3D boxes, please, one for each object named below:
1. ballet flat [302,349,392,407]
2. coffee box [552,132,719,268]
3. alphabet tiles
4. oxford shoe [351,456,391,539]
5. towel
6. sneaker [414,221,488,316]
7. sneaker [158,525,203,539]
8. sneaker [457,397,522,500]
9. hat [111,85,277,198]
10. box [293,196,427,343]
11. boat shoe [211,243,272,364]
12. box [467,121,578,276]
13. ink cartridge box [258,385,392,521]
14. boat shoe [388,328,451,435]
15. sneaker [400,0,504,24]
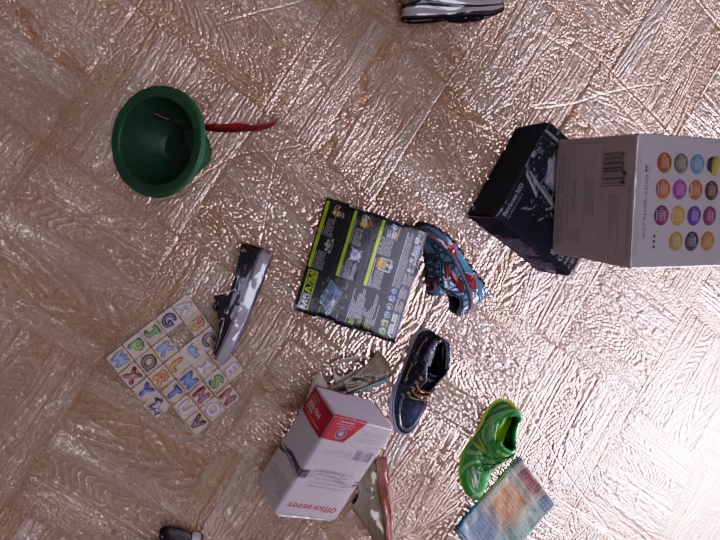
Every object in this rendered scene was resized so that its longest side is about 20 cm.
[{"bbox_3d":[-0.039,0.202,1.182,0.197,0.068,0.077,-28,84,-14],"label":"ballet flat"},{"bbox_3d":[0.464,-0.118,1.115,0.192,0.199,0.206,-1,97,-20],"label":"coffee box"},{"bbox_3d":[-0.298,0.170,1.116,0.166,0.008,0.202,-38,106,-12],"label":"alphabet tiles"},{"bbox_3d":[0.021,0.446,1.231,0.072,0.071,0.206,-4,94,3],"label":"oxford shoe"},{"bbox_3d":[0.294,0.498,1.345,0.200,0.022,0.148,-43,108,-10],"label":"towel"},{"bbox_3d":[0.152,0.002,1.214,0.095,0.079,0.201,-42,107,-8],"label":"sneaker"},{"bbox_3d":[-0.347,0.517,1.108,0.089,0.066,0.203,31,82,-16],"label":"sneaker"},{"bbox_3d":[0.250,0.347,1.280,0.073,0.083,0.204,23,89,-19],"label":"sneaker"},{"bbox_3d":[-0.271,-0.195,1.081,0.195,0.175,0.171,13,95,19],"label":"hat"},{"bbox_3d":[0.000,0.000,1.153,0.188,0.048,0.205,17,90,0],"label":"box"},{"bbox_3d":[-0.211,0.051,1.105,0.065,0.070,0.205,22,91,-2],"label":"boat shoe"},{"bbox_3d":[0.340,-0.131,1.242,0.194,0.124,0.203,33,85,-17],"label":"box"},{"bbox_3d":[-0.060,0.313,1.126,0.145,0.083,0.203,23,104,-40],"label":"ink cartridge box"},{"bbox_3d":[0.108,0.211,1.213,0.069,0.091,0.206,13,92,-19],"label":"boat shoe"},{"bbox_3d":[0.162,-0.501,1.164,0.195,0.076,0.119,-7,100,-15],"label":"sneaker"}]
